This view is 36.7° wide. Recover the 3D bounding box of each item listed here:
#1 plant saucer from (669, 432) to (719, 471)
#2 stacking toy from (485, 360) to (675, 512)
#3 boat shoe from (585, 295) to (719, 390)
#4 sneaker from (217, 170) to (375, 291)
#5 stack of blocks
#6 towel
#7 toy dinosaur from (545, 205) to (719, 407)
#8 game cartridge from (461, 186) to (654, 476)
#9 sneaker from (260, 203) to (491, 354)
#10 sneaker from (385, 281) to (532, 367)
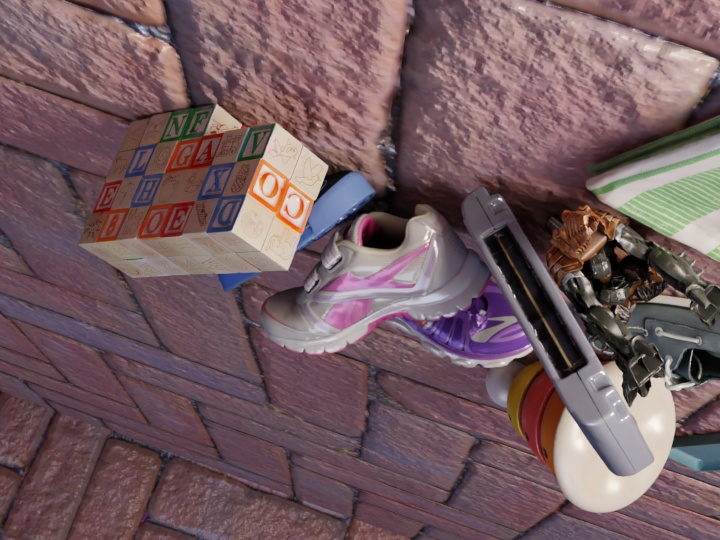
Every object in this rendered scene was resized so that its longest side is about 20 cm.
[{"bbox_3d":[0.390,0.186,1.121,0.069,0.019,0.200,26,159,-16],"label":"plant saucer"},{"bbox_3d":[0.194,0.137,1.066,0.146,0.147,0.200,33,174,-32],"label":"stacking toy"},{"bbox_3d":[0.255,0.061,0.851,0.199,0.062,0.073,-1,152,47],"label":"boat shoe"},{"bbox_3d":[-0.073,-0.048,0.882,0.199,0.070,0.078,-28,95,44],"label":"sneaker"},{"bbox_3d":[-0.119,-0.061,0.819,0.199,0.116,0.058,-2,152,45],"label":"stack of blocks"},{"bbox_3d":[0.257,-0.029,0.666,0.199,0.024,0.152,28,159,-19],"label":"towel"},{"bbox_3d":[0.166,0.007,0.732,0.136,0.102,0.199,48,-156,25],"label":"toy dinosaur"},{"bbox_3d":[0.139,0.046,0.770,0.041,0.201,0.133,-32,144,11],"label":"game cartridge"},{"bbox_3d":[0.000,0.000,0.853,0.199,0.082,0.089,-19,112,25],"label":"sneaker"},{"bbox_3d":[0.064,0.019,0.918,0.198,0.081,0.084,19,150,-3],"label":"sneaker"}]
